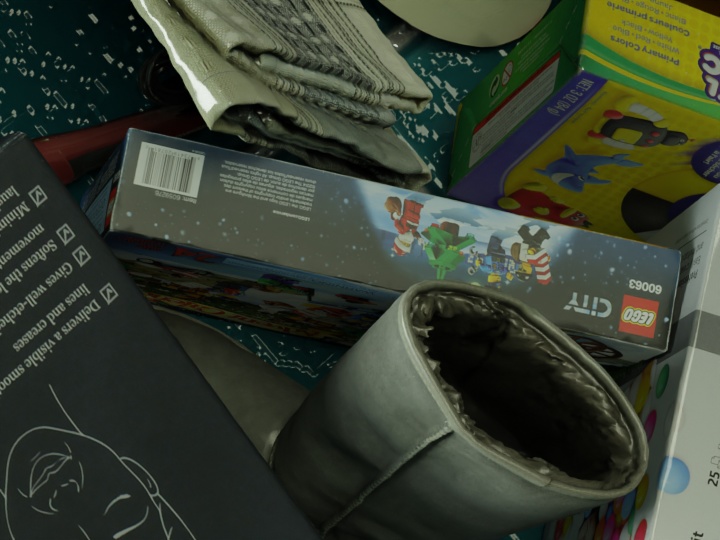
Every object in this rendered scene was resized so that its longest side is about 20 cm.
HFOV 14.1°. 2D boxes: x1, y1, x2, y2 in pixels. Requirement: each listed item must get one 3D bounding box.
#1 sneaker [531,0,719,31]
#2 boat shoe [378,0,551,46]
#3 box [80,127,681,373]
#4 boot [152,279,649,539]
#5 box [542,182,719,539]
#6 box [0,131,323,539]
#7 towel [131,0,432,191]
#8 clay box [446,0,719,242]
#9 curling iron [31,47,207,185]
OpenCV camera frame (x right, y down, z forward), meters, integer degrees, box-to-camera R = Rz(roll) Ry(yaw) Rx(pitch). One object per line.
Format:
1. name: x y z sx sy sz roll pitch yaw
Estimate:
1. sneaker: 0.168 -0.082 1.139 0.199 0.082 0.078 -4 78 -15
2. boat shoe: -0.001 -0.162 1.109 0.071 0.063 0.200 -44 121 14
3. box: 0.000 0.000 1.050 0.199 0.137 0.038 12 79 -10
4. boot: -0.011 0.047 1.003 0.181 0.200 0.073 28 72 -6
5. box: 0.103 0.084 1.047 0.041 0.156 0.201 15 75 -8
6. box: -0.127 0.083 0.978 0.148 0.107 0.200 -42 102 -36
7. towel: -0.051 -0.119 1.029 0.034 0.192 0.201 -36 73 14
8. clay box: 0.146 -0.037 1.093 0.199 0.115 0.048 19 62 -16
9. curling iron: -0.127 -0.048 1.086 0.199 0.026 0.050 -23 120 -14
